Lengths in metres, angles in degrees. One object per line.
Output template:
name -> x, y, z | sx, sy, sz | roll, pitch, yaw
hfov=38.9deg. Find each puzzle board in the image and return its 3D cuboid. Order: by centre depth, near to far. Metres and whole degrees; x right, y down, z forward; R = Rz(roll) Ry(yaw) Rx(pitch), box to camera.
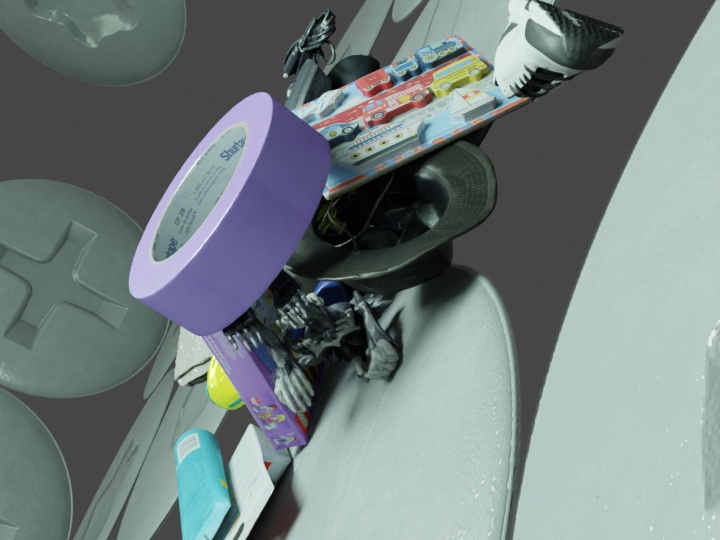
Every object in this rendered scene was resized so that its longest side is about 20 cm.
puzzle board -> 0.032, -0.146, 0.921 | 0.198, 0.018, 0.151 | -26, 39, -7

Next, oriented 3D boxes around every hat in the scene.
hat -> 0.024, -0.029, 0.862 | 0.198, 0.082, 0.202 | -14, 35, 10

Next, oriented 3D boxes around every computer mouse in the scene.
computer mouse -> -0.063, -0.149, 1.026 | 0.138, 0.052, 0.203 | 151, 120, -71

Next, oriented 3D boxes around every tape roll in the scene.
tape roll -> -0.111, -0.048, 0.856 | 0.200, 0.065, 0.201 | -41, 29, 29

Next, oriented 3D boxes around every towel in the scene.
towel -> -0.174, 0.032, 1.212 | 0.132, 0.034, 0.202 | -30, 50, 47

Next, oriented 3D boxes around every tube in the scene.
tube -> -0.161, 0.223, 1.036 | 0.078, 0.050, 0.200 | -64, 17, 8

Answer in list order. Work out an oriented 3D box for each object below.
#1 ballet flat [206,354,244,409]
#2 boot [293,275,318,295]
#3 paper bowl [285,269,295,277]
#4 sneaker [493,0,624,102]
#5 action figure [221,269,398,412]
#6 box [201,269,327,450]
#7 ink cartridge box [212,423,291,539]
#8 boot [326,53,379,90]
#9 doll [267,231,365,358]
ballet flat -> -0.122, 0.053, 1.112 | 0.067, 0.066, 0.202 | -24, 51, 46
boot -> -0.074, 0.072, 1.165 | 0.075, 0.073, 0.202 | -156, 91, -84
paper bowl -> -0.117, 0.036, 1.299 | 0.202, 0.104, 0.201 | -57, 14, 22
sneaker -> 0.147, -0.164, 0.792 | 0.200, 0.073, 0.081 | -88, 18, -76
action figure -> -0.033, 0.066, 0.888 | 0.118, 0.200, 0.103 | -31, 62, 18
box -> -0.098, 0.059, 1.015 | 0.039, 0.201, 0.138 | -14, 34, 21
ink cartridge box -> -0.118, 0.255, 1.003 | 0.161, 0.047, 0.200 | -61, 15, 1
boot -> -0.006, -0.101, 1.057 | 0.201, 0.075, 0.170 | 103, 166, -52
doll -> 0.000, 0.000, 0.981 | 0.200, 0.049, 0.136 | -47, -20, 14
